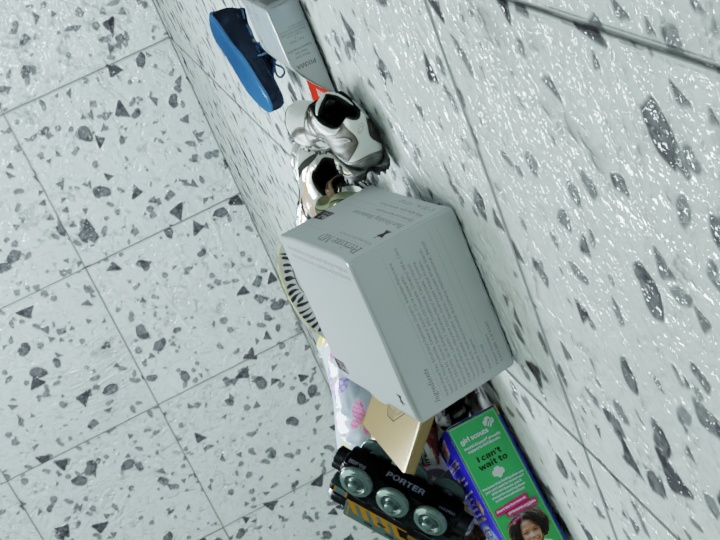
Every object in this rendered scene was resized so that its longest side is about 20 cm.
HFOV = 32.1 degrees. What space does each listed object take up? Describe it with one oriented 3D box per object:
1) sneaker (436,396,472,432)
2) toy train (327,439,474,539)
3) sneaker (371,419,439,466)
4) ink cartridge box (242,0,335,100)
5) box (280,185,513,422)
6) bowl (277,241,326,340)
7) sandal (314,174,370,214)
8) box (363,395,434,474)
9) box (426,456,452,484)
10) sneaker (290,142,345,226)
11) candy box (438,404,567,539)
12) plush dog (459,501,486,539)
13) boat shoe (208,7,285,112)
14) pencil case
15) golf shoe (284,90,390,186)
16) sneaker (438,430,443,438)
[{"bbox_3d":[0.114,0.160,1.672,0.088,0.076,0.200,45,170,26],"label":"sneaker"},{"bbox_3d":[0.047,0.298,1.595,0.200,0.085,0.114,26,131,13],"label":"toy train"},{"bbox_3d":[0.058,0.229,1.649,0.200,0.082,0.078,104,159,-70],"label":"sneaker"},{"bbox_3d":[-0.084,-0.262,1.613,0.200,0.047,0.160,69,170,-22],"label":"ink cartridge box"},{"bbox_3d":[0.036,0.030,1.366,0.199,0.131,0.200,22,140,63],"label":"box"},{"bbox_3d":[0.000,0.000,1.635,0.201,0.094,0.201,28,-139,-28],"label":"bowl"},{"bbox_3d":[-0.012,-0.099,1.643,0.201,0.080,0.057,179,93,-80],"label":"sandal"},{"bbox_3d":[0.065,0.130,1.553,0.163,0.021,0.200,-138,65,-68],"label":"box"},{"bbox_3d":[0.114,0.314,1.895,0.200,0.132,0.115,61,168,16],"label":"box"},{"bbox_3d":[-0.055,-0.095,1.827,0.080,0.074,0.200,42,149,55],"label":"sneaker"},{"bbox_3d":[0.177,0.282,1.577,0.200,0.077,0.169,61,173,12],"label":"candy box"},{"bbox_3d":[0.090,0.348,1.723,0.200,0.161,0.172,17,180,14],"label":"plush dog"},{"bbox_3d":[-0.155,-0.322,1.835,0.200,0.069,0.084,60,163,21],"label":"boat shoe"},{"bbox_3d":[-0.007,0.179,1.829,0.083,0.091,0.200,66,-169,-71],"label":"pencil case"},{"bbox_3d":[-0.033,-0.180,1.476,0.200,0.078,0.095,36,151,48],"label":"golf shoe"},{"bbox_3d":[0.085,0.164,1.814,0.075,0.082,0.200,15,119,39],"label":"sneaker"}]
